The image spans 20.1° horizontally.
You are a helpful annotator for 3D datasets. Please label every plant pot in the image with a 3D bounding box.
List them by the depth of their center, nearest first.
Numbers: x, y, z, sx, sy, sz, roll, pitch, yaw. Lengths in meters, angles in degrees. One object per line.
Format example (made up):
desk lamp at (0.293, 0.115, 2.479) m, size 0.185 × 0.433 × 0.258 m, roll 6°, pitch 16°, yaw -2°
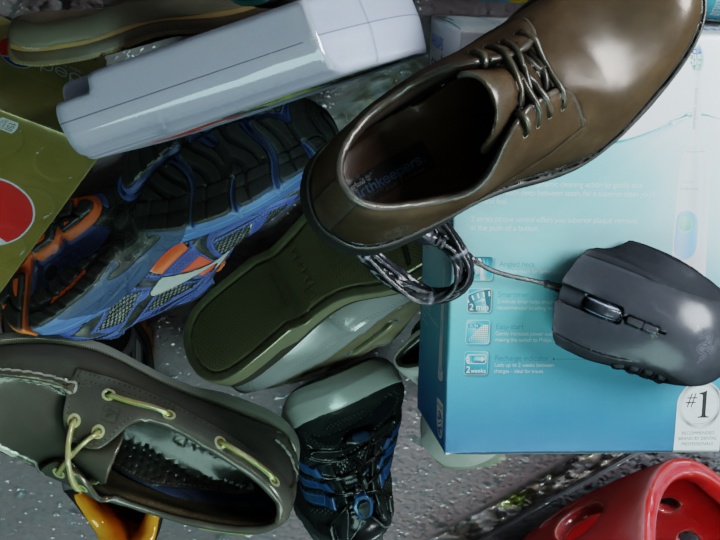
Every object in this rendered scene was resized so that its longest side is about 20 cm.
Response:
plant pot at (0.162, 0.240, 1.284) m, size 0.182 × 0.202 × 0.200 m, roll -25°, pitch 137°, yaw 33°

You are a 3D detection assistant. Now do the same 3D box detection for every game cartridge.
game cartridge at (-0.040, -0.090, 0.888) m, size 0.132 × 0.200 × 0.041 m, roll -21°, pitch 93°, yaw 14°

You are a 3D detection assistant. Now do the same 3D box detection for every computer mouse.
computer mouse at (0.083, 0.006, 0.918) m, size 0.198 × 0.034 × 0.059 m, roll 17°, pitch 99°, yaw -10°

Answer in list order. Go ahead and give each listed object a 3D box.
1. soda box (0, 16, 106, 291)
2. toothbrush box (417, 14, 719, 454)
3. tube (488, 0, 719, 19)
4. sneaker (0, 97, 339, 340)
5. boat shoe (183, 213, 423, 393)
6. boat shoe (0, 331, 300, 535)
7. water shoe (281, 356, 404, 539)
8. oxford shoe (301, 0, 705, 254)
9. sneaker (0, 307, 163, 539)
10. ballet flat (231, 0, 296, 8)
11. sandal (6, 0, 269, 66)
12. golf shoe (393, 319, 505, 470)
soda box at (-0.200, -0.031, 1.011) m, size 0.067 × 0.064 × 0.200 m, roll 19°, pitch 134°, yaw -27°
toothbrush box at (0.106, -0.019, 0.976) m, size 0.145 × 0.085 × 0.202 m, roll -1°, pitch 102°, yaw -8°
tube at (0.123, -0.148, 0.941) m, size 0.198 × 0.051 × 0.078 m, roll 5°, pitch 131°, yaw -6°
sneaker at (-0.091, -0.026, 1.035) m, size 0.199 × 0.076 × 0.078 m, roll -29°, pitch 151°, yaw 21°
boat shoe at (0.000, 0.000, 1.079) m, size 0.199 × 0.075 × 0.068 m, roll -30°, pitch 155°, yaw 22°
boat shoe at (-0.127, 0.088, 1.072) m, size 0.200 × 0.060 × 0.073 m, roll 17°, pitch 116°, yaw -10°
water shoe at (-0.001, 0.113, 1.160) m, size 0.071 × 0.079 × 0.200 m, roll -21°, pitch 161°, yaw -11°
oxford shoe at (0.069, -0.072, 0.862) m, size 0.199 × 0.073 × 0.084 m, roll -35°, pitch 178°, yaw -9°
sneaker at (-0.147, 0.084, 1.142) m, size 0.077 × 0.078 × 0.201 m, roll -12°, pitch 136°, yaw 10°
ballet flat at (-0.057, -0.205, 0.815) m, size 0.068 × 0.068 × 0.202 m, roll 0°, pitch 116°, yaw 42°
sandal at (-0.068, -0.134, 0.915) m, size 0.198 × 0.080 × 0.055 m, roll -10°, pitch 98°, yaw 9°
golf shoe at (0.054, 0.048, 1.109) m, size 0.096 × 0.079 × 0.201 m, roll -5°, pitch 148°, yaw -23°
